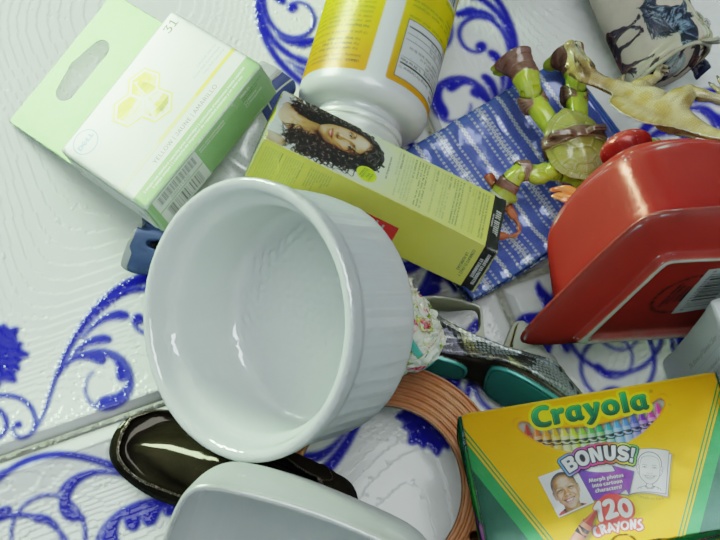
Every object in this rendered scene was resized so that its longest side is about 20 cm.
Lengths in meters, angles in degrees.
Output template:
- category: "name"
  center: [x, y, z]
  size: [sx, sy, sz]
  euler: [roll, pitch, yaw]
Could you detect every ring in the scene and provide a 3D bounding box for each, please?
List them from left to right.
- category: "ring"
  center: [0.014, 0.169, 1.368]
  size: [0.198, 0.019, 0.203]
  euler: [-2, 71, 6]

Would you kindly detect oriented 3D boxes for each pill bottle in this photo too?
- category: "pill bottle"
  center: [0.014, -0.177, 1.467]
  size: [0.108, 0.109, 0.202]
  euler: [16, 68, 0]

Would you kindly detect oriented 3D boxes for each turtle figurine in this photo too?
- category: "turtle figurine"
  center: [0.160, -0.106, 1.458]
  size: [0.198, 0.065, 0.163]
  euler: [-14, 69, -8]

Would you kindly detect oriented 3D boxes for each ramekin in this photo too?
- category: "ramekin"
  center: [-0.056, 0.035, 1.303]
  size: [0.097, 0.200, 0.202]
  euler: [-1, 61, -53]

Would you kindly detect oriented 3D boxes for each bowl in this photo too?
- category: "bowl"
  center: [-0.047, 0.232, 1.282]
  size: [0.198, 0.201, 0.075]
  euler: [20, 30, 3]

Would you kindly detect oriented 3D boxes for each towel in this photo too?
- category: "towel"
  center: [0.132, -0.078, 1.489]
  size: [0.199, 0.024, 0.145]
  euler: [-31, 75, -16]

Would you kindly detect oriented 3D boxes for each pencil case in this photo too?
- category: "pencil case"
  center: [0.234, -0.254, 1.535]
  size: [0.089, 0.078, 0.202]
  euler: [-26, 72, 12]

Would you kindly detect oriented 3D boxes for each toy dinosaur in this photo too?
- category: "toy dinosaur"
  center: [0.247, -0.126, 1.421]
  size: [0.199, 0.059, 0.101]
  euler: [31, 28, 36]

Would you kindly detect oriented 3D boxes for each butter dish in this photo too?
- category: "butter dish"
  center: [0.227, -0.041, 1.376]
  size: [0.197, 0.200, 0.149]
  euler: [-2, 60, -29]

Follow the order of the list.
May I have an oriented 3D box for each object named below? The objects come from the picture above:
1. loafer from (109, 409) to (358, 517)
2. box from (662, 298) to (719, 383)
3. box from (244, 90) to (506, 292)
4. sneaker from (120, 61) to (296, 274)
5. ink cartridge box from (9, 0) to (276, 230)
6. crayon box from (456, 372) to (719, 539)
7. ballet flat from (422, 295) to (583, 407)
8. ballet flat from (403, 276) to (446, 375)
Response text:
- category: "loafer"
  center: [-0.098, 0.145, 1.342]
  size: [0.198, 0.071, 0.074]
  euler: [13, 72, 11]
- category: "box"
  center: [0.328, 0.126, 1.364]
  size: [0.105, 0.153, 0.202]
  euler: [-13, 72, -10]
- category: "box"
  center: [0.013, -0.061, 1.375]
  size: [0.198, 0.050, 0.076]
  euler: [25, 37, -8]
- category: "sneaker"
  center: [-0.093, -0.055, 1.433]
  size: [0.114, 0.081, 0.201]
  euler: [32, 76, 2]
- category: "ink cartridge box"
  center: [-0.183, -0.139, 1.414]
  size: [0.199, 0.048, 0.146]
  euler: [33, 80, 29]
- category: "crayon box"
  center: [0.178, 0.154, 1.317]
  size: [0.197, 0.058, 0.120]
  euler: [-10, 66, -3]
- category: "ballet flat"
  center: [0.100, 0.064, 1.407]
  size: [0.198, 0.072, 0.073]
  euler: [20, 68, 1]
- category: "ballet flat"
  center: [0.000, 0.000, 1.380]
  size: [0.075, 0.064, 0.200]
  euler: [-41, 50, -4]
